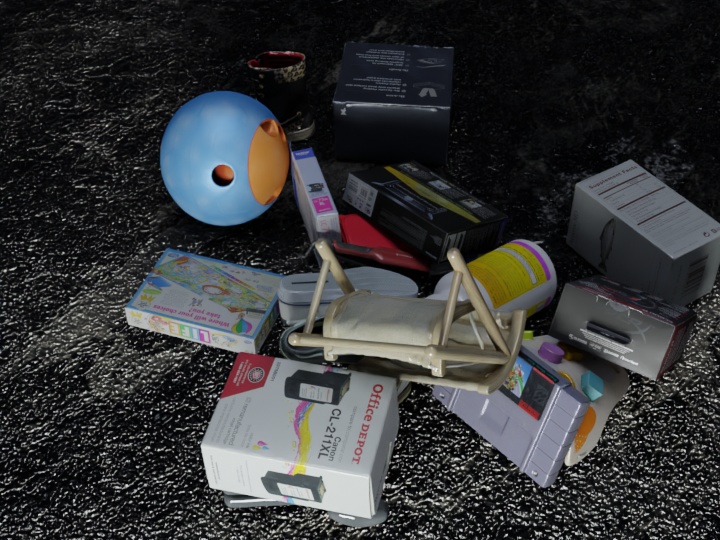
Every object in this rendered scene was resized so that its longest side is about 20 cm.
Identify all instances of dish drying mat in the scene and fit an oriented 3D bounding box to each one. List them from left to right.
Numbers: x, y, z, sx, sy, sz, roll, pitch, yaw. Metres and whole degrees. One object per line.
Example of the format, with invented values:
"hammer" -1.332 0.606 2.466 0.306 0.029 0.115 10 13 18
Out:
"dish drying mat" 0.062 -0.053 1.552 0.197 0.018 0.077 3 40 -24

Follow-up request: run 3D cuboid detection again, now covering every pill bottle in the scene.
"pill bottle" 0.169 0.037 1.414 0.198 0.106 0.104 -25 46 -36

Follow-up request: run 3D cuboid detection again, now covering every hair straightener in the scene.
"hair straightener" 0.000 0.000 1.492 0.197 0.078 0.041 8 40 -24

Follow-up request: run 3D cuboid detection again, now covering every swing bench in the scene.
"swing bench" 0.059 0.065 1.216 0.196 0.200 0.132 3 68 35

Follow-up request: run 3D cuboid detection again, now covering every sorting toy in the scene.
"sorting toy" 0.259 0.131 1.353 0.178 0.108 0.199 -13 40 -43

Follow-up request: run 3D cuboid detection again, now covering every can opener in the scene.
"can opener" -0.065 0.260 1.223 0.196 0.053 0.067 1 42 2

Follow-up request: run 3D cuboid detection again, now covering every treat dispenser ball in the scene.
"treat dispenser ball" -0.206 -0.171 1.591 0.197 0.203 0.203 0 41 0

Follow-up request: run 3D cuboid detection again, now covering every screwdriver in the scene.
"screwdriver" 0.188 -0.027 1.559 0.197 0.029 0.028 -16 44 -16

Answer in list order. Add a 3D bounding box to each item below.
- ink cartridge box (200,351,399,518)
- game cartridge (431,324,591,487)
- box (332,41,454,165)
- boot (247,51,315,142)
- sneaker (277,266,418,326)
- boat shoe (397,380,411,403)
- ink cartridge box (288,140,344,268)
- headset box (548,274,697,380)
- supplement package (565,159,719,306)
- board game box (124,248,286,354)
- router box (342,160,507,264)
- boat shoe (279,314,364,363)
"ink cartridge box" -0.064 0.186 1.202 0.196 0.084 0.147 8 45 11
"game cartridge" 0.180 0.154 1.283 0.038 0.131 0.199 -12 39 -42
"box" 0.059 -0.288 1.782 0.193 0.119 0.202 4 41 4
"boot" -0.174 -0.283 1.753 0.196 0.152 0.074 -8 42 -9
"sneaker" -0.019 0.042 1.454 0.196 0.072 0.073 0 33 -8
"boat shoe" -0.006 0.169 1.312 0.074 0.069 0.200 24 47 25
"ink cartridge box" -0.067 -0.097 1.569 0.041 0.121 0.201 -15 43 -10
"headset box" 0.339 0.070 1.344 0.147 0.076 0.199 23 13 23
"supplement package" 0.411 -0.048 1.514 0.116 0.118 0.200 -23 46 -24
"board game box" -0.214 0.042 1.480 0.197 0.035 0.135 13 44 14
"router box" 0.096 -0.091 1.554 0.199 0.053 0.156 35 32 32
"boat shoe" -0.011 0.088 1.389 0.196 0.062 0.074 -7 78 -1
